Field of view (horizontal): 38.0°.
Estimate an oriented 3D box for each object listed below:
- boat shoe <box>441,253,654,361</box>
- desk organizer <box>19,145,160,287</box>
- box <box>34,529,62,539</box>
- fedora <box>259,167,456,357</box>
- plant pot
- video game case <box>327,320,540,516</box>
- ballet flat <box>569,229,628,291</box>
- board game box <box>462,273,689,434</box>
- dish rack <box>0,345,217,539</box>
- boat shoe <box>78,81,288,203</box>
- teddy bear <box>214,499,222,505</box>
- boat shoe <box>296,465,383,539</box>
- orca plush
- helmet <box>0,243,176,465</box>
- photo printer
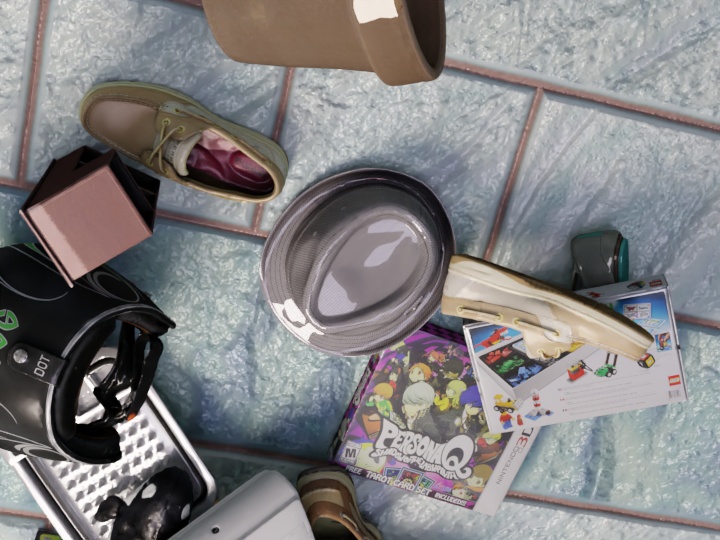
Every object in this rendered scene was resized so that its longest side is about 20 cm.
[{"bbox_3d":[0.168,0.048,0.969,0.199,0.074,0.070,22,97,18],"label":"boat shoe"},{"bbox_3d":[-0.223,-0.064,0.893,0.077,0.200,0.072,-30,109,1],"label":"desk organizer"},{"bbox_3d":[-0.343,0.371,1.064,0.035,0.200,0.111,17,111,-12],"label":"box"},{"bbox_3d":[0.000,0.000,0.985,0.200,0.090,0.177,-35,100,5],"label":"fedora"},{"bbox_3d":[-0.035,-0.242,0.856,0.174,0.200,0.201,-6,115,15],"label":"plant pot"},{"bbox_3d":[0.089,0.155,1.106,0.199,0.036,0.182,20,108,-13],"label":"video game case"},{"bbox_3d":[0.249,0.051,1.073,0.063,0.067,0.201,-1,116,25],"label":"ballet flat"},{"bbox_3d":[0.212,0.085,1.032,0.199,0.035,0.127,-11,110,12],"label":"board game box"},{"bbox_3d":[-0.255,0.187,1.061,0.171,0.044,0.201,-31,97,7],"label":"dish rack"},{"bbox_3d":[-0.158,-0.115,0.948,0.199,0.066,0.074,16,110,-12],"label":"boat shoe"},{"bbox_3d":[-0.218,0.312,1.099,0.199,0.146,0.067,-5,155,17],"label":"teddy bear"},{"bbox_3d":[-0.022,0.296,1.120,0.075,0.074,0.201,-17,127,9],"label":"boat shoe"},{"bbox_3d":[-0.234,0.283,1.022,0.200,0.071,0.105,-41,97,9],"label":"orca plush"},{"bbox_3d":[-0.279,0.068,0.916,0.190,0.200,0.201,20,116,28],"label":"helmet"},{"bbox_3d":[-0.134,0.312,1.026,0.200,0.069,0.167,-34,132,-23],"label":"photo printer"}]
